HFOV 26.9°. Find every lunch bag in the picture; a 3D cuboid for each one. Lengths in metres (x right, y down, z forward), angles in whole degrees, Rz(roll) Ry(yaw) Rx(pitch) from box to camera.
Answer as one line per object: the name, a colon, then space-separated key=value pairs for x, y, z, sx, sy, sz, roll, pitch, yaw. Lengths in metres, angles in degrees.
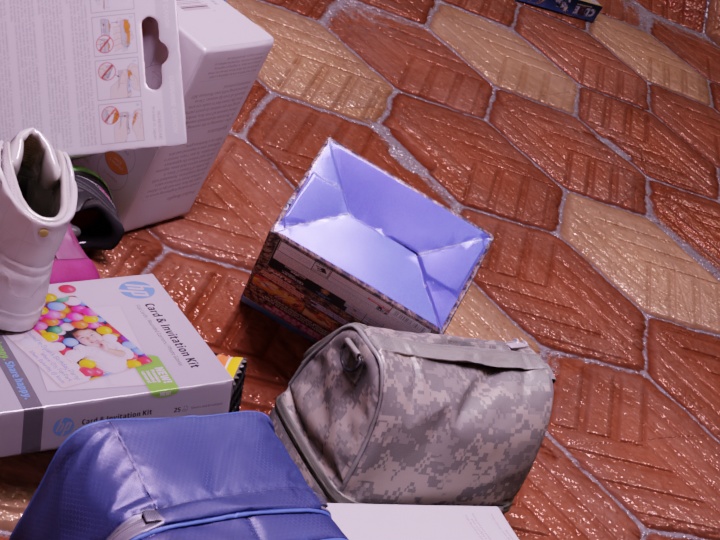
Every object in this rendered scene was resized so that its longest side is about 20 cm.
lunch bag: x=0.039 y=0.122 z=1.156 sx=0.200 sy=0.168 sz=0.139 roll=10 pitch=35 yaw=-37
lunch bag: x=-0.113 y=0.180 z=0.936 sx=0.200 sy=0.136 sz=0.132 roll=0 pitch=40 yaw=-46

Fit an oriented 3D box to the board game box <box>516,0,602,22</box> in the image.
board game box: x=0.314 y=-0.502 z=2.628 sx=0.200 sy=0.035 sz=0.136 roll=6 pitch=37 yaw=-40

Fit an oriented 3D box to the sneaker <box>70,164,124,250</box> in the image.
sneaker: x=-0.272 y=-0.046 z=1.217 sx=0.200 sy=0.077 sz=0.084 roll=-6 pitch=44 yaw=-47

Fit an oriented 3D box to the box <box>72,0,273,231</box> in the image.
box: x=-0.198 y=-0.162 z=1.348 sx=0.152 sy=0.200 sz=0.106 roll=40 pitch=30 yaw=17

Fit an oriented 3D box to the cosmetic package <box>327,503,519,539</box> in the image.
cosmetic package: x=0.034 y=0.231 z=1.068 sx=0.200 sy=0.081 sz=0.113 roll=8 pitch=35 yaw=-36

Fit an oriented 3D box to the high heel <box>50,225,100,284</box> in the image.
high heel: x=-0.277 y=0.025 z=1.125 sx=0.200 sy=0.067 sz=0.096 roll=-25 pitch=93 yaw=-41

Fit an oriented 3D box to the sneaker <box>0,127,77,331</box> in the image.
sneaker: x=-0.246 y=-0.064 z=1.078 sx=0.074 sy=0.116 sz=0.200 roll=7 pitch=36 yaw=-31

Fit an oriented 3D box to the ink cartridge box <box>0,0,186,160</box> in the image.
ink cartridge box: x=-0.246 y=-0.173 z=1.273 sx=0.200 sy=0.160 sz=0.047 roll=-5 pitch=-2 yaw=5

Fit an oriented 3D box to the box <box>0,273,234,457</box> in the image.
box: x=-0.211 y=0.064 z=1.053 sx=0.200 sy=0.041 sz=0.156 roll=-5 pitch=31 yaw=-30

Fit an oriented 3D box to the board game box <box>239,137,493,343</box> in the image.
board game box: x=0.000 y=0.000 z=1.273 sx=0.159 sy=0.200 sz=0.097 roll=31 pitch=70 yaw=-2

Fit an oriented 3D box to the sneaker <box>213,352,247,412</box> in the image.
sneaker: x=-0.152 y=0.115 z=1.097 sx=0.090 sy=0.070 sz=0.200 roll=16 pitch=27 yaw=10
